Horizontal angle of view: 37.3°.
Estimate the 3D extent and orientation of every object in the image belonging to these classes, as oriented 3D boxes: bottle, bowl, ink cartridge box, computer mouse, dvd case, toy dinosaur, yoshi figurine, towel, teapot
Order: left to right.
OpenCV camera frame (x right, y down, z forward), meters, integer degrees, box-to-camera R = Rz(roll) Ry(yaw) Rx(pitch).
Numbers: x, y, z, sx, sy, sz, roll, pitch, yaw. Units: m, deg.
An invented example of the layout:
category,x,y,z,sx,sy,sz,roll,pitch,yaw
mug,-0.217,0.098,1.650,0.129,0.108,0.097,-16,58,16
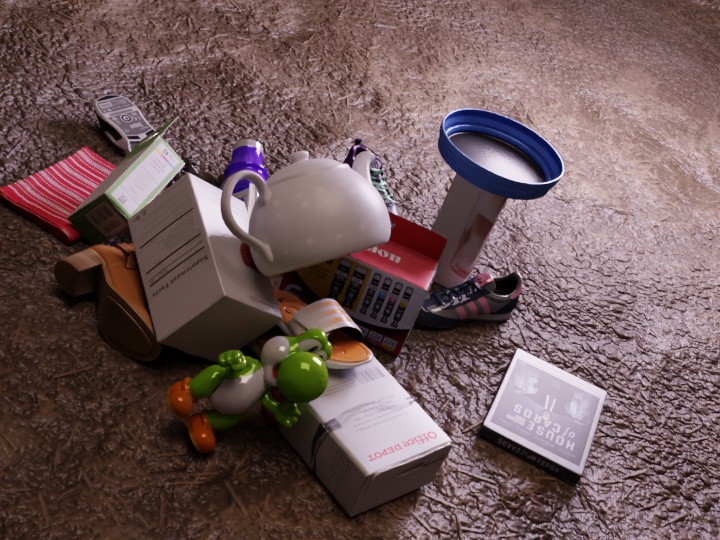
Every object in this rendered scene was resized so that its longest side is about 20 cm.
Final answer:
category,x,y,z,sx,sy,sz,roll,pitch,yaw
towel,-0.420,-0.116,1.587,0.145,0.022,0.200,32,36,13
ink cartridge box,-0.323,-0.130,1.541,0.059,0.104,0.200,49,45,-18
computer mouse,-0.361,-0.210,1.727,0.110,0.044,0.200,-23,60,-39
toy dinosaur,-0.256,-0.106,1.608,0.102,0.077,0.200,47,45,-19
bottle,-0.174,-0.103,1.595,0.065,0.084,0.200,34,47,-43
yoshi figurine,-0.120,0.139,1.261,0.200,0.112,0.112,-28,73,-2
teapot,-0.065,-0.081,1.372,0.197,0.146,0.200,-16,1,2
ink cartridge box,-0.006,0.194,1.338,0.145,0.083,0.200,-13,47,-40
ink cartridge box,0.000,0.000,1.519,0.200,0.176,0.084,23,35,3
bowl,0.212,-0.177,1.634,0.201,0.039,0.201,15,36,-11
dvd case,0.263,0.203,1.521,0.150,0.025,0.200,26,35,8

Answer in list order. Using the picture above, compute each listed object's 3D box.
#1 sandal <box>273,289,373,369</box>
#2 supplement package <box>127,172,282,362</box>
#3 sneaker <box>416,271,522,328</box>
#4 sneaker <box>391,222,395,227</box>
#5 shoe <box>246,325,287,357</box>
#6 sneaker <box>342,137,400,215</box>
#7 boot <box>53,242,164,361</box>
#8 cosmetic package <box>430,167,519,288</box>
category,x,y,z,sx,sy,sz,roll,pitch,yaw
sandal,-0.065,0.060,1.384,0.079,0.059,0.207,-14,35,-39
supplement package,-0.205,-0.002,1.398,0.121,0.120,0.200,28,34,-52
sneaker,0.161,0.036,1.636,0.200,0.082,0.070,-6,44,-33
sneaker,0.045,-0.049,1.640,0.121,0.084,0.200,-24,94,-52
shoe,-0.134,0.087,1.443,0.070,0.053,0.200,-16,35,-26
sneaker,0.019,-0.136,1.784,0.074,0.088,0.200,-7,44,-34
boot,-0.290,0.028,1.427,0.200,0.074,0.155,43,34,19
cosmetic package,0.168,-0.078,1.689,0.087,0.200,0.103,27,37,6
